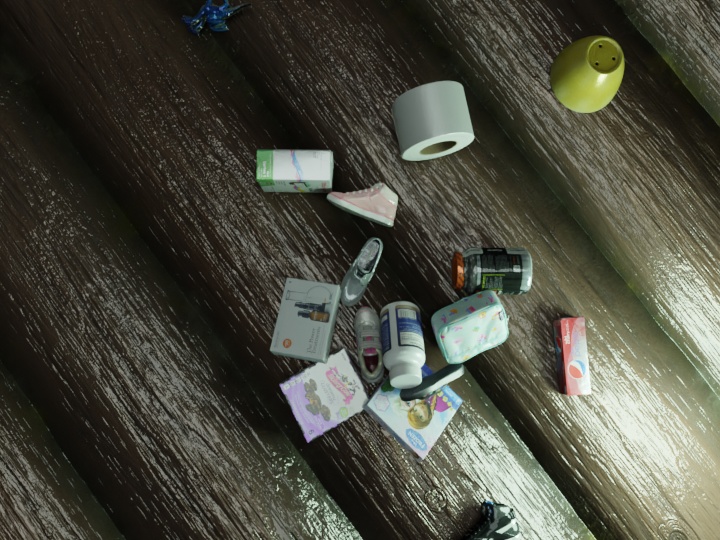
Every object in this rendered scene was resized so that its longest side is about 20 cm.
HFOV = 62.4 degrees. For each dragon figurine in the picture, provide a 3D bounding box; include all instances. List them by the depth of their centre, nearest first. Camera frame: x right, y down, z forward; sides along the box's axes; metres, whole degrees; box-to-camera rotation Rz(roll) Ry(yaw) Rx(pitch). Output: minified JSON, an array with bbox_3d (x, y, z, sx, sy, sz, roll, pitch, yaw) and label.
[{"bbox_3d":[-0.400,-0.710,1.668,0.194,0.059,0.102,5,85,0],"label":"dragon figurine"}]

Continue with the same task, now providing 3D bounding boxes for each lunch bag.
[{"bbox_3d":[0.293,0.152,1.558,0.196,0.078,0.163,-22,126,0],"label":"lunch bag"}]

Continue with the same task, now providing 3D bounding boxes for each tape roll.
[{"bbox_3d":[0.191,-0.392,1.575,0.197,0.203,0.143,-13,85,-2],"label":"tape roll"}]

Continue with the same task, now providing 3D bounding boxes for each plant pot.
[{"bbox_3d":[0.637,-0.555,1.623,0.194,0.142,0.206,0,85,0],"label":"plant pot"}]

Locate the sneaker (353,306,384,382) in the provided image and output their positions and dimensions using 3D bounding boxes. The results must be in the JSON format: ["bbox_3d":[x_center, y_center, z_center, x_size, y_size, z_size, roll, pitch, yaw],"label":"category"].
[{"bbox_3d":[0.028,0.196,1.575,0.079,0.088,0.206,-10,85,-2],"label":"sneaker"}]

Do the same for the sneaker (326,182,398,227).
[{"bbox_3d":[0.011,-0.200,1.618,0.196,0.075,0.107,20,89,-6],"label":"sneaker"}]

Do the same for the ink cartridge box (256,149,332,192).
[{"bbox_3d":[-0.171,-0.263,1.587,0.194,0.145,0.086,1,85,-1],"label":"ink cartridge box"}]

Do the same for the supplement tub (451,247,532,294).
[{"bbox_3d":[0.346,0.002,1.579,0.194,0.123,0.126,1,85,-1],"label":"supplement tub"}]

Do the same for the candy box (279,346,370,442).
[{"bbox_3d":[-0.090,0.325,1.571,0.197,0.072,0.170,-29,86,-3],"label":"candy box"}]

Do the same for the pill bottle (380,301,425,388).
[{"bbox_3d":[0.109,0.192,1.527,0.108,0.112,0.204,-2,55,-1],"label":"pill bottle"}]

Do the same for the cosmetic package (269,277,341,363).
[{"bbox_3d":[-0.142,0.130,1.565,0.147,0.052,0.205,6,71,13],"label":"cosmetic package"}]

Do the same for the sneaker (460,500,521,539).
[{"bbox_3d":[0.313,0.666,1.550,0.195,0.073,0.115,-13,82,-10],"label":"sneaker"}]

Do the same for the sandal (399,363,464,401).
[{"bbox_3d":[0.191,0.297,1.529,0.196,0.076,0.044,-19,100,-25],"label":"sandal"}]

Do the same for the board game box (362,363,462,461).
[{"bbox_3d":[0.139,0.348,1.549,0.199,0.041,0.200,42,61,2],"label":"board game box"}]

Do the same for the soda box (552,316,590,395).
[{"bbox_3d":[0.566,0.228,1.591,0.068,0.063,0.206,-4,85,-1],"label":"soda box"}]

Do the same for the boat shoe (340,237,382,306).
[{"bbox_3d":[0.001,0.000,1.601,0.069,0.072,0.204,26,85,2],"label":"boat shoe"}]
